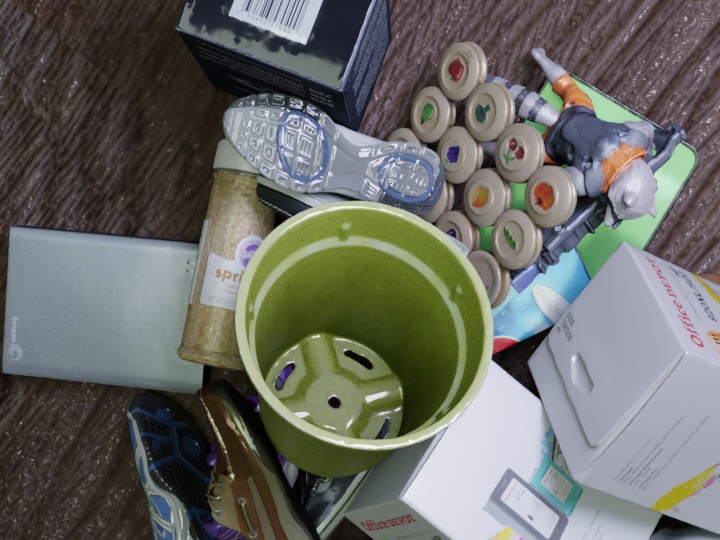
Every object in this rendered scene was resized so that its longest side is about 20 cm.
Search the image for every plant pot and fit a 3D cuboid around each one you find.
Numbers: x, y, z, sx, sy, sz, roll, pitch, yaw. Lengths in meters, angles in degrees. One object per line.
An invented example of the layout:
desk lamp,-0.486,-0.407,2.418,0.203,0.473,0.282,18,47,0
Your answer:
plant pot,-0.011,0.077,1.046,0.197,0.185,0.203,4,63,-9

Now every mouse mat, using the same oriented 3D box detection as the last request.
mouse mat,0.194,-0.061,1.183,0.160,0.008,0.201,31,97,4

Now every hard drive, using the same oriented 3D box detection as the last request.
hard drive,-0.238,0.036,1.228,0.197,0.033,0.142,5,95,6

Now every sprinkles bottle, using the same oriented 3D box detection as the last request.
sprinkles bottle,-0.115,-0.014,1.172,0.067,0.068,0.203,11,87,6

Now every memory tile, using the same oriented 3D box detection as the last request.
memory tile,0.096,-0.082,1.117,0.154,0.017,0.201,-53,54,35

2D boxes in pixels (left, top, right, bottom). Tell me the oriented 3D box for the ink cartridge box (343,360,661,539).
ink cartridge box,0.119,0.203,1.103,0.199,0.147,0.147,39,66,-6

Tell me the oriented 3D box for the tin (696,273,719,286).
tin,0.259,0.067,1.139,0.197,0.042,0.113,-16,131,0

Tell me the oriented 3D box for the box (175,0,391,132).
box,-0.058,-0.200,1.101,0.146,0.200,0.106,21,86,3

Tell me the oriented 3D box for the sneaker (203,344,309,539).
sneaker,-0.094,0.151,1.166,0.083,0.080,0.203,12,88,-26

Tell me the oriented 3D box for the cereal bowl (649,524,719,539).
cereal bowl,0.255,0.282,1.115,0.200,0.200,0.084,-43,72,8

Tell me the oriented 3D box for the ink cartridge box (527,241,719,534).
ink cartridge box,0.266,0.101,1.051,0.198,0.148,0.145,21,118,-25

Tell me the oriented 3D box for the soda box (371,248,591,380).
soda box,0.112,0.039,1.168,0.198,0.064,0.068,-26,91,10

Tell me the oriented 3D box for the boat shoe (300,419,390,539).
boat shoe,-0.028,0.197,1.199,0.062,0.075,0.201,37,93,8

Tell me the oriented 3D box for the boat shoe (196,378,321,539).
boat shoe,-0.096,0.193,1.109,0.073,0.076,0.202,-26,102,-1

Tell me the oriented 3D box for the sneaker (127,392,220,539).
sneaker,-0.176,0.212,1.213,0.077,0.075,0.202,-34,74,38

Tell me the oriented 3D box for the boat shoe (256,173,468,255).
boat shoe,-0.007,-0.027,1.115,0.198,0.075,0.061,24,106,16

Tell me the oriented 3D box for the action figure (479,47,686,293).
action figure,0.167,-0.088,1.101,0.200,0.105,0.193,-48,50,-6

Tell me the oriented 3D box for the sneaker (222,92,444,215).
sneaker,-0.029,-0.095,1.107,0.198,0.087,0.075,20,90,-21

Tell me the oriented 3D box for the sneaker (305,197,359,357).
sneaker,0.000,0.000,1.178,0.114,0.075,0.203,-8,93,5
